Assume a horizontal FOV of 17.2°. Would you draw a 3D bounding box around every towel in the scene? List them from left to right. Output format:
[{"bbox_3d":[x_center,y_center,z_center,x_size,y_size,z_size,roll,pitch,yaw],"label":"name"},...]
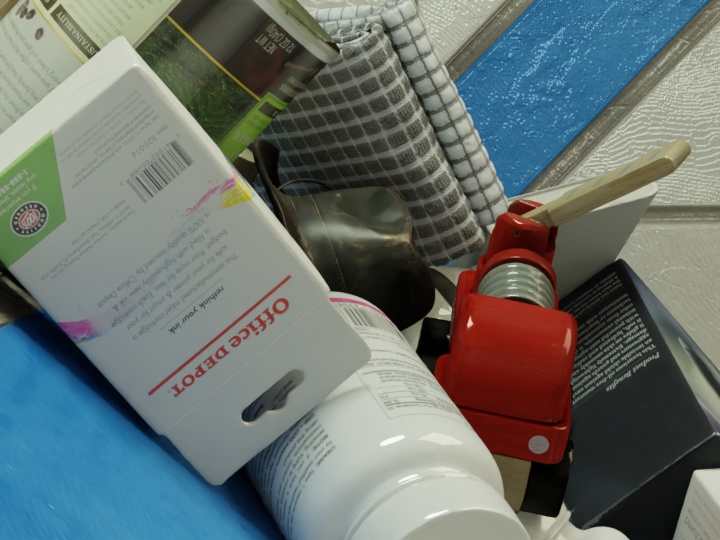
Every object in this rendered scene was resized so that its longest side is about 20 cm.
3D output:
[{"bbox_3d":[-0.022,-0.077,1.523,0.199,0.086,0.166,-8,-59,42],"label":"towel"}]

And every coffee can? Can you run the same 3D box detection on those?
[{"bbox_3d":[-0.131,-0.097,1.283,0.146,0.200,0.146,44,7,-6],"label":"coffee can"}]

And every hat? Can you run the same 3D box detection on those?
[{"bbox_3d":[0.000,0.000,1.422,0.201,0.081,0.202,-16,90,-89],"label":"hat"}]

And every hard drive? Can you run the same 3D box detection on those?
[{"bbox_3d":[0.114,0.005,1.646,0.026,0.131,0.200,64,-25,24],"label":"hard drive"}]

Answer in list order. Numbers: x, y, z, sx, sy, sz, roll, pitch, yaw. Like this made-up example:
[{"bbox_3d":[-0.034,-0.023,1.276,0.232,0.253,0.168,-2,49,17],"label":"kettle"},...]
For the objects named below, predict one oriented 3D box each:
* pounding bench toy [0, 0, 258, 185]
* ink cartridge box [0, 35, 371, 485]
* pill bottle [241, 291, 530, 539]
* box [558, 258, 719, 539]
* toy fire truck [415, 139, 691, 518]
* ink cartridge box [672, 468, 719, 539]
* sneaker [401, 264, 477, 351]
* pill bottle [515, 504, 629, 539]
[{"bbox_3d":[-0.162,-0.116,1.472,0.200,0.124,0.156,35,9,-26],"label":"pounding bench toy"},{"bbox_3d":[-0.098,-0.003,1.206,0.200,0.117,0.067,51,0,-21],"label":"ink cartridge box"},{"bbox_3d":[0.006,0.107,1.246,0.113,0.113,0.200,40,8,-37],"label":"pill bottle"},{"bbox_3d":[0.214,0.135,1.643,0.200,0.123,0.199,45,15,-37],"label":"box"},{"bbox_3d":[0.106,0.020,1.371,0.128,0.201,0.176,12,26,0],"label":"toy fire truck"},{"bbox_3d":[0.250,0.246,1.510,0.082,0.201,0.147,-1,31,-22],"label":"ink cartridge box"},{"bbox_3d":[0.050,0.081,1.514,0.074,0.080,0.201,91,3,-51],"label":"sneaker"},{"bbox_3d":[0.147,0.225,1.397,0.200,0.112,0.112,45,6,3],"label":"pill bottle"}]
